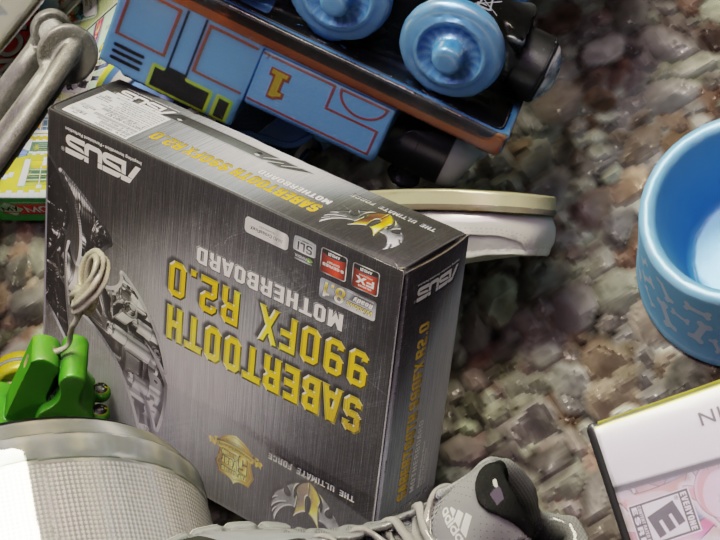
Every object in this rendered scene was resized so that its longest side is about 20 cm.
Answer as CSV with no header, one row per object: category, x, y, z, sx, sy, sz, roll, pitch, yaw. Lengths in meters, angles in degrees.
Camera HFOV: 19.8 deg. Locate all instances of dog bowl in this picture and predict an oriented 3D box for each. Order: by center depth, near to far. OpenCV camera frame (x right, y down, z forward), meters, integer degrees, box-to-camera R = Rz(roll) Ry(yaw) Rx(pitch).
dog bowl,0.211,-0.014,0.883,0.199,0.050,0.112,4,65,23

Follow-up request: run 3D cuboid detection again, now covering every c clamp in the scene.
c clamp,-0.160,-0.091,0.985,0.171,0.027,0.200,-50,17,7

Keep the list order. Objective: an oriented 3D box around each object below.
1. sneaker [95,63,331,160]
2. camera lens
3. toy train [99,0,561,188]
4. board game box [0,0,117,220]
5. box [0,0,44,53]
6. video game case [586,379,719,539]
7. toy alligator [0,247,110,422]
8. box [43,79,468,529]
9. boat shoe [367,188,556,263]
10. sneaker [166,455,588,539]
sneaker,-0.024,-0.092,1.001,0.199,0.074,0.082,-22,73,0
camera lens,-0.125,0.173,0.847,0.160,0.160,0.200,-23,58,8
toy train,-0.013,-0.109,0.912,0.199,0.114,0.087,25,38,-1
board game box,-0.144,-0.119,1.086,0.134,0.029,0.201,1,64,20
box,-0.248,-0.199,1.075,0.200,0.128,0.109,22,70,49
video game case,0.203,0.125,0.799,0.180,0.026,0.201,-20,73,10
toy alligator,-0.140,0.066,0.936,0.200,0.054,0.059,-51,30,36
box,-0.054,0.024,0.905,0.200,0.159,0.048,26,34,29
boat shoe,0.000,0.000,0.946,0.199,0.075,0.069,-5,84,32
sneaker,0.005,0.109,0.797,0.116,0.199,0.075,-47,54,40
